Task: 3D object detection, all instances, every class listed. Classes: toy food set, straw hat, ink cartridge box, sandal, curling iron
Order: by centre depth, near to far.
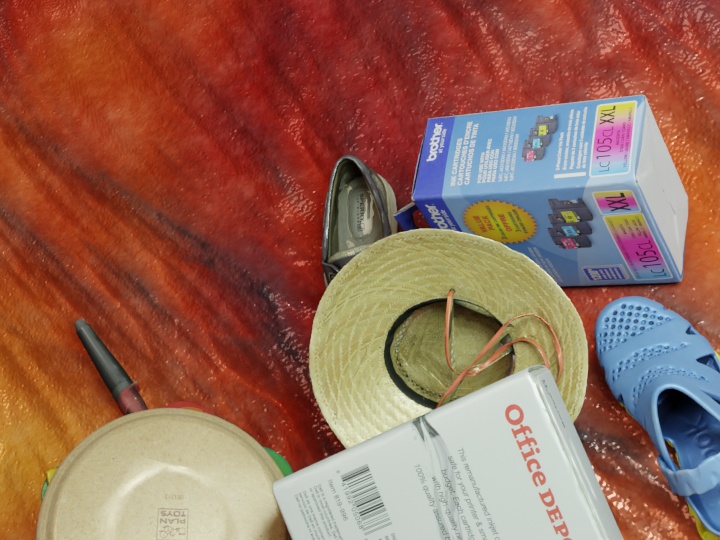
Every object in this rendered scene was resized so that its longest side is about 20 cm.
[{"bbox_3d":[0.215,0.091,0.938,0.079,0.087,0.201,-36,51,9],"label":"sandal"},{"bbox_3d":[0.063,0.168,0.949,0.199,0.083,0.148,-25,83,15],"label":"ink cartridge box"},{"bbox_3d":[0.068,0.059,1.027,0.199,0.085,0.203,2,100,12],"label":"straw hat"},{"bbox_3d":[0.126,-0.050,1.028,0.198,0.137,0.077,-2,58,28],"label":"ink cartridge box"},{"bbox_3d":[-0.138,0.192,1.033,0.198,0.049,0.200,-12,66,-15],"label":"toy food set"},{"bbox_3d":[-0.192,0.101,1.189,0.200,0.025,0.050,44,127,41],"label":"curling iron"}]

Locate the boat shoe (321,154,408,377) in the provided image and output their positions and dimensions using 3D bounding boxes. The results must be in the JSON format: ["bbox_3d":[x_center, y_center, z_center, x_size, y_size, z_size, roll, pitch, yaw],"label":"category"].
[{"bbox_3d":[0.000,0.000,1.115,0.071,0.065,0.202,-14,59,20],"label":"boat shoe"}]
